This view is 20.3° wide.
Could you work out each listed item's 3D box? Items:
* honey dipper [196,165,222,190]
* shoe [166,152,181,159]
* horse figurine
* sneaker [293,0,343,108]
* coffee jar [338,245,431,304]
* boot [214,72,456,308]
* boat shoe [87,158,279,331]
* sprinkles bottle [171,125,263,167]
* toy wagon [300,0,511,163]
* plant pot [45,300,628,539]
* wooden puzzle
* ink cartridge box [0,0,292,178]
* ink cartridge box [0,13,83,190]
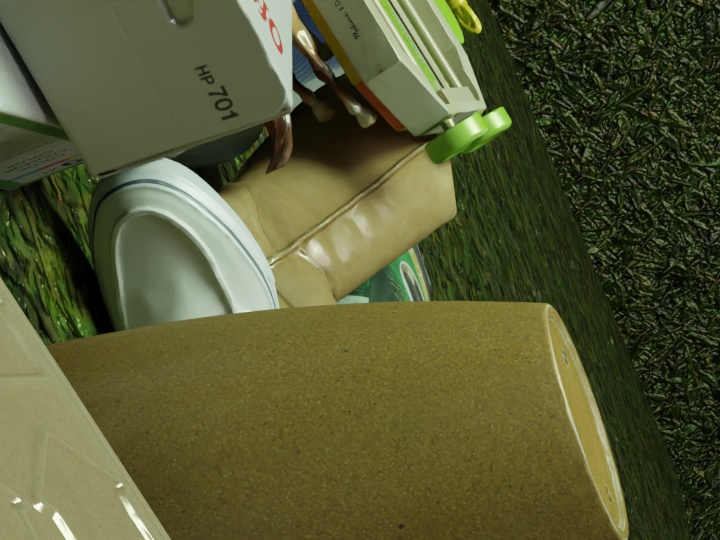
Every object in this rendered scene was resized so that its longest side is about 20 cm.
[{"bbox_3d":[-0.083,-0.061,1.075,0.038,0.038,0.200,59,12,-47],"label":"honey dipper"},{"bbox_3d":[-0.128,-0.136,0.905,0.091,0.071,0.201,-38,123,-55],"label":"shoe"},{"bbox_3d":[-0.051,-0.136,1.002,0.132,0.050,0.200,41,25,-29],"label":"horse figurine"},{"bbox_3d":[-0.016,-0.169,1.448,0.200,0.080,0.115,-100,164,-44],"label":"sneaker"},{"bbox_3d":[-0.007,0.037,1.134,0.200,0.085,0.105,-81,155,-65],"label":"coffee jar"},{"bbox_3d":[0.000,0.000,1.006,0.175,0.066,0.200,55,38,-4],"label":"boot"},{"bbox_3d":[-0.063,0.047,0.880,0.067,0.073,0.200,-90,158,-60],"label":"boat shoe"},{"bbox_3d":[-0.088,-0.143,1.082,0.200,0.068,0.068,-97,164,-47],"label":"sprinkles bottle"},{"bbox_3d":[0.022,-0.131,1.051,0.156,0.039,0.200,59,16,2],"label":"toy wagon"},{"bbox_3d":[-0.008,0.086,0.759,0.186,0.199,0.187,-20,90,-78],"label":"plant pot"},{"bbox_3d":[-0.124,0.048,0.575,0.200,0.046,0.185,51,8,10],"label":"wooden puzzle"},{"bbox_3d":[-0.087,-0.156,0.747,0.200,0.086,0.147,-90,159,-51],"label":"ink cartridge box"},{"bbox_3d":[-0.140,-0.091,0.767,0.200,0.059,0.104,5,68,-78],"label":"ink cartridge box"}]
